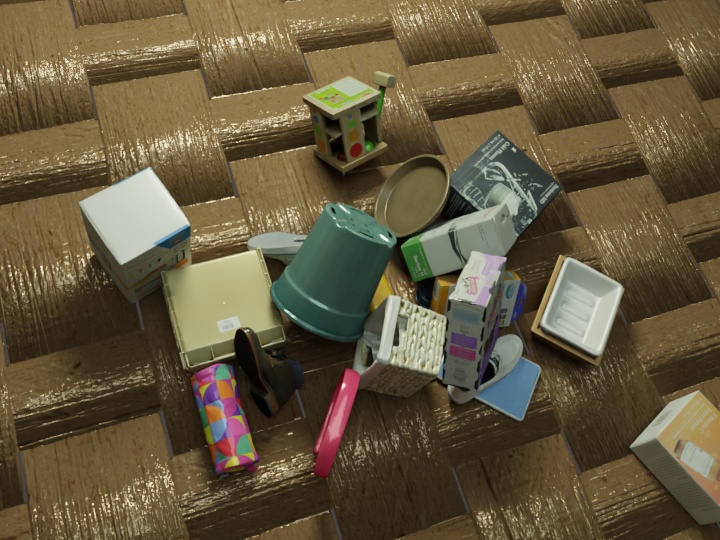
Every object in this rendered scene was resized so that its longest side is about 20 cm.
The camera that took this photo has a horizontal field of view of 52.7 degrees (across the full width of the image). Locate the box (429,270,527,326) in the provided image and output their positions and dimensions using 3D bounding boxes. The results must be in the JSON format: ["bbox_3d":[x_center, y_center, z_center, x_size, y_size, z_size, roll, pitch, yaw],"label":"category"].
[{"bbox_3d":[0.241,0.063,1.489,0.198,0.120,0.042,-5,34,-18],"label":"box"}]

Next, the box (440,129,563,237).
[{"bbox_3d":[0.298,-0.163,1.603,0.196,0.124,0.200,43,65,7],"label":"box"}]

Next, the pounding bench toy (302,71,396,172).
[{"bbox_3d":[0.000,-0.327,1.589,0.199,0.157,0.124,-30,42,-22],"label":"pounding bench toy"}]

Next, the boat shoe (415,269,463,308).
[{"bbox_3d":[0.208,0.016,1.533,0.199,0.069,0.085,-24,73,-20],"label":"boat shoe"}]

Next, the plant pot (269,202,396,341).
[{"bbox_3d":[-0.040,-0.007,1.354,0.199,0.197,0.200,24,19,-9],"label":"plant pot"}]

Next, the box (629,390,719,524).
[{"bbox_3d":[0.674,0.372,1.447,0.152,0.106,0.200,-37,77,-23],"label":"box"}]

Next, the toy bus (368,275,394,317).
[{"bbox_3d":[0.000,0.000,1.493,0.065,0.078,0.201,-20,72,-19],"label":"toy bus"}]

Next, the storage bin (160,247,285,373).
[{"bbox_3d":[-0.262,0.079,1.398,0.198,0.094,0.200,-14,70,-17],"label":"storage bin"}]

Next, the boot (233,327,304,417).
[{"bbox_3d":[-0.167,0.167,1.344,0.074,0.201,0.097,23,46,41],"label":"boot"}]

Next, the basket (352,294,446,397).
[{"bbox_3d":[0.071,0.151,1.379,0.122,0.200,0.137,16,64,-11],"label":"basket"}]

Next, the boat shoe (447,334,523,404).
[{"bbox_3d":[0.260,0.193,1.452,0.200,0.065,0.074,-40,78,-23],"label":"boat shoe"}]

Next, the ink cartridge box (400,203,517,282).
[{"bbox_3d":[0.202,-0.058,1.466,0.147,0.199,0.084,-37,108,-62],"label":"ink cartridge box"}]

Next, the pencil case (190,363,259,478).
[{"bbox_3d":[-0.247,0.273,1.322,0.088,0.088,0.201,-14,73,-17],"label":"pencil case"}]

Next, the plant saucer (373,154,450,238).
[{"bbox_3d":[0.113,-0.154,1.546,0.029,0.199,0.201,34,56,-39],"label":"plant saucer"}]

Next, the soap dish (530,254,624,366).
[{"bbox_3d":[0.456,0.088,1.544,0.157,0.081,0.201,28,64,2],"label":"soap dish"}]

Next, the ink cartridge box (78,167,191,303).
[{"bbox_3d":[-0.416,-0.061,1.370,0.147,0.200,0.145,-34,78,-23],"label":"ink cartridge box"}]

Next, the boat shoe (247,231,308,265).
[{"bbox_3d":[-0.134,-0.034,1.484,0.198,0.070,0.071,1,30,11],"label":"boat shoe"}]

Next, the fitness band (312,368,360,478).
[{"bbox_3d":[-0.045,0.277,1.325,0.037,0.144,0.201,20,64,-3],"label":"fitness band"}]

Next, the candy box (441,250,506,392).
[{"bbox_3d":[0.213,0.093,1.358,0.071,0.201,0.168,12,36,19],"label":"candy box"}]

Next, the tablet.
[{"bbox_3d":[0.263,0.208,1.489,0.199,0.014,0.131,27,64,2],"label":"tablet"}]
